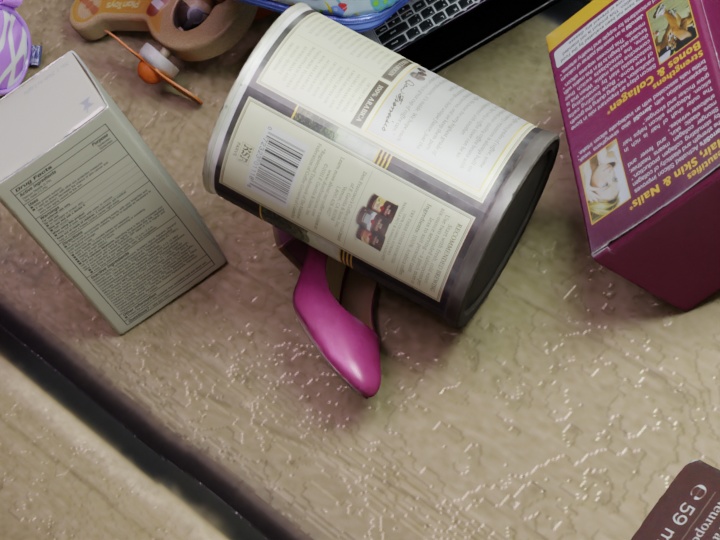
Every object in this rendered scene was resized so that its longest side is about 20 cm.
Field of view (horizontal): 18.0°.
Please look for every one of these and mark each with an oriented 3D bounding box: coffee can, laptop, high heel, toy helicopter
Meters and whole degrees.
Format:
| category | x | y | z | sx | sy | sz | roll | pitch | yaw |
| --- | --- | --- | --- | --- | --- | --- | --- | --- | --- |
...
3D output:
| category | x | y | z | sx | sy | sz | roll | pitch | yaw |
| --- | --- | --- | --- | --- | --- | --- | --- | --- | --- |
| coffee can | 0.014 | -0.072 | 1.534 | 0.199 | 0.147 | 0.147 | 29 | 70 | 10 |
| laptop | 0.075 | -0.225 | 1.682 | 0.187 | 0.116 | 0.200 | -29 | 49 | 3 |
| high heel | 0.000 | 0.000 | 1.586 | 0.096 | 0.067 | 0.200 | -36 | 45 | 12 |
| toy helicopter | -0.162 | -0.201 | 1.824 | 0.199 | 0.079 | 0.133 | 3 | 67 | 40 |

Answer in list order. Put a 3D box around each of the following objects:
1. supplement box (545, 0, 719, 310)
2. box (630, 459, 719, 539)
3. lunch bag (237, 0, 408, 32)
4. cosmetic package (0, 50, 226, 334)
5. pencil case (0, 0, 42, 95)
| category | x | y | z | sx | sy | sz | roll | pitch | yaw |
| --- | --- | --- | --- | --- | --- | --- | --- | --- | --- |
| supplement box | 0.215 | -0.099 | 1.507 | 0.131 | 0.103 | 0.201 | -35 | 44 | 32 |
| box | 0.234 | 0.241 | 1.240 | 0.199 | 0.164 | 0.166 | 26 | 71 | 37 |
| lunch bag | -0.039 | -0.255 | 1.685 | 0.199 | 0.083 | 0.161 | 17 | 44 | 25 |
| cosmetic package | -0.189 | -0.052 | 1.631 | 0.103 | 0.200 | 0.073 | -34 | 49 | -1 |
| pencil case | -0.369 | -0.194 | 1.894 | 0.199 | 0.084 | 0.086 | 7 | 94 | 28 |
